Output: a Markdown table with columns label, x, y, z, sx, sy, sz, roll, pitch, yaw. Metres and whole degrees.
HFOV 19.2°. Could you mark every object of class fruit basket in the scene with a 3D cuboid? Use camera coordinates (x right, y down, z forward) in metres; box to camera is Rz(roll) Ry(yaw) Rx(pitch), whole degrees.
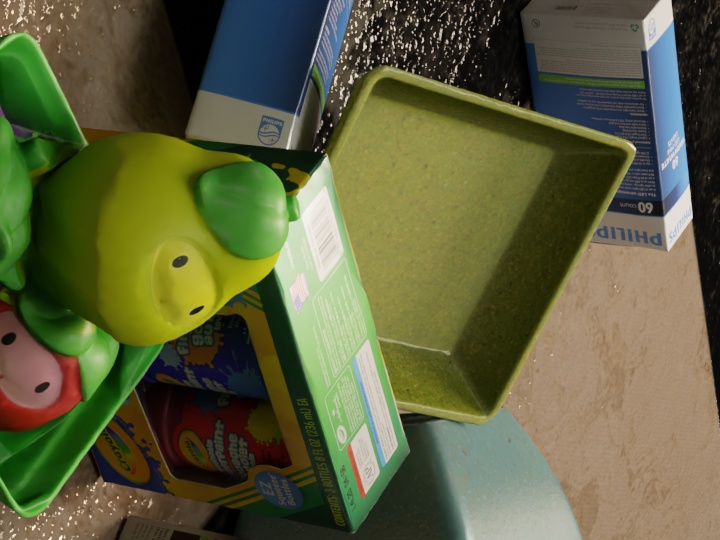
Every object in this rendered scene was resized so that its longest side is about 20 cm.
| label | x | y | z | sx | sy | sz | roll | pitch | yaw |
| --- | --- | --- | --- | --- | --- | --- | --- | --- | --- |
| fruit basket | -0.137 | 0.000 | 0.970 | 0.156 | 0.215 | 0.216 | -56 | 142 | -34 |

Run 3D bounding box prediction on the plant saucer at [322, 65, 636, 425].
| label | x | y | z | sx | sy | sz | roll | pitch | yaw |
| --- | --- | --- | --- | --- | --- | --- | --- | --- | --- |
| plant saucer | 0.034 | -0.018 | 1.238 | 0.199 | 0.048 | 0.200 | 13 | 111 | -36 |

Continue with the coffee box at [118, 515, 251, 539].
| label | x | y | z | sx | sy | sz | roll | pitch | yaw |
| --- | --- | --- | --- | --- | --- | --- | --- | --- | --- |
| coffee box | -0.040 | 0.213 | 1.202 | 0.114 | 0.200 | 0.080 | 56 | 48 | -50 |

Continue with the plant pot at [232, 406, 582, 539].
| label | x | y | z | sx | sy | sz | roll | pitch | yaw |
| --- | --- | --- | --- | --- | --- | --- | --- | --- | --- |
| plant pot | 0.029 | 0.189 | 1.347 | 0.196 | 0.196 | 0.201 | -5 | 88 | -61 |

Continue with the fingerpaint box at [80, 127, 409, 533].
| label | x | y | z | sx | sy | sz | roll | pitch | yaw |
| --- | --- | --- | --- | --- | --- | --- | --- | --- | --- |
| fingerpaint box | -0.081 | 0.032 | 1.120 | 0.073 | 0.167 | 0.200 | -53 | 140 | -41 |

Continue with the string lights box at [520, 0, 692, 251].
| label | x | y | z | sx | sy | sz | roll | pitch | yaw |
| --- | --- | --- | --- | --- | --- | --- | --- | --- | --- |
| string lights box | 0.191 | -0.117 | 1.645 | 0.059 | 0.103 | 0.200 | -48 | 137 | -46 |

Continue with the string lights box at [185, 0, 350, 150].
| label | x | y | z | sx | sy | sz | roll | pitch | yaw |
| --- | --- | --- | --- | --- | --- | --- | --- | --- | --- |
| string lights box | -0.038 | -0.152 | 1.208 | 0.103 | 0.059 | 0.200 | 79 | 26 | -79 |
